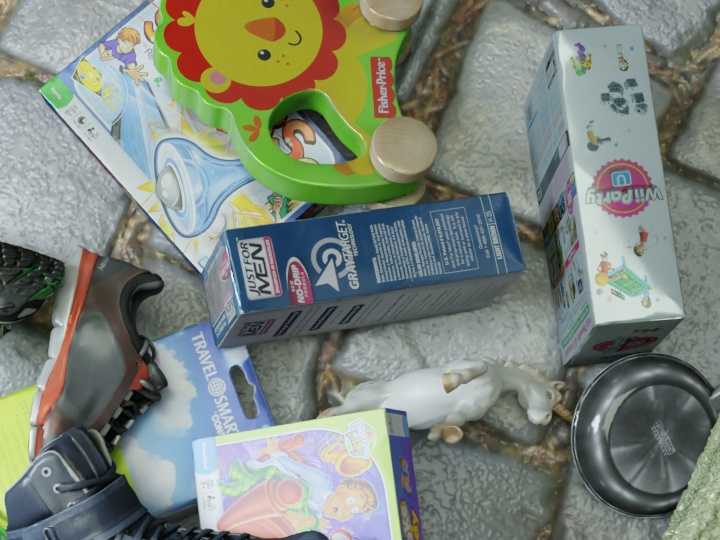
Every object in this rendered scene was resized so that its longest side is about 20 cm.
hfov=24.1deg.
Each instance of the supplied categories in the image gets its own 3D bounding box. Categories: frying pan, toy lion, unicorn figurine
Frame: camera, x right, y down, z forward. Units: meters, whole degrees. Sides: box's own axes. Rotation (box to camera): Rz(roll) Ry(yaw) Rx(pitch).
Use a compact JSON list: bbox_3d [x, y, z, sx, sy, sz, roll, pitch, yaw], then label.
[{"bbox_3d":[0.238,0.111,1.170,0.189,0.031,0.115,-5,92,-11],"label":"frying pan"},{"bbox_3d":[-0.050,-0.140,1.192,0.191,0.069,0.201,0,63,-9],"label":"toy lion"},{"bbox_3d":[0.055,0.092,1.143,0.199,0.137,0.074,0,97,15],"label":"unicorn figurine"}]

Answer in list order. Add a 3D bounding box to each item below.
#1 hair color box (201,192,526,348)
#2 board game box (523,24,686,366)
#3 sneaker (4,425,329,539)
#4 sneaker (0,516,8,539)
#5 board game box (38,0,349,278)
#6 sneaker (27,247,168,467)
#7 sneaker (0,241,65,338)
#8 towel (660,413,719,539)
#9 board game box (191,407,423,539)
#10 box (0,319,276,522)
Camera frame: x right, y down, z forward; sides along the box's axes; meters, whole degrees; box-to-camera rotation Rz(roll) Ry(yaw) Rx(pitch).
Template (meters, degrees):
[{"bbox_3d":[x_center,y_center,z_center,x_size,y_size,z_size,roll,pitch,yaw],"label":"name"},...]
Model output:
[{"bbox_3d":[0.000,0.000,1.145,0.199,0.100,0.061,-9,76,-17],"label":"hair color box"},{"bbox_3d":[0.163,-0.047,1.153,0.064,0.148,0.201,-5,77,-3],"label":"board game box"},{"bbox_3d":[-0.123,0.154,1.021,0.202,0.077,0.147,-21,88,17],"label":"sneaker"},{"bbox_3d":[-0.279,0.184,1.111,0.200,0.083,0.074,20,104,33],"label":"sneaker"},{"bbox_3d":[-0.118,-0.098,1.227,0.135,0.034,0.200,-42,80,-8],"label":"board game box"},{"bbox_3d":[-0.171,0.084,1.118,0.082,0.077,0.201,8,76,-3],"label":"sneaker"},{"bbox_3d":[-0.250,0.021,1.130,0.078,0.200,0.085,14,87,-19],"label":"sneaker"},{"bbox_3d":[0.274,0.195,1.134,0.148,0.036,0.200,30,82,-4],"label":"towel"},{"bbox_3d":[-0.027,0.195,1.057,0.134,0.045,0.201,-11,78,18],"label":"board game box"},{"bbox_3d":[-0.160,0.120,1.169,0.199,0.048,0.122,-21,77,-4],"label":"box"}]
